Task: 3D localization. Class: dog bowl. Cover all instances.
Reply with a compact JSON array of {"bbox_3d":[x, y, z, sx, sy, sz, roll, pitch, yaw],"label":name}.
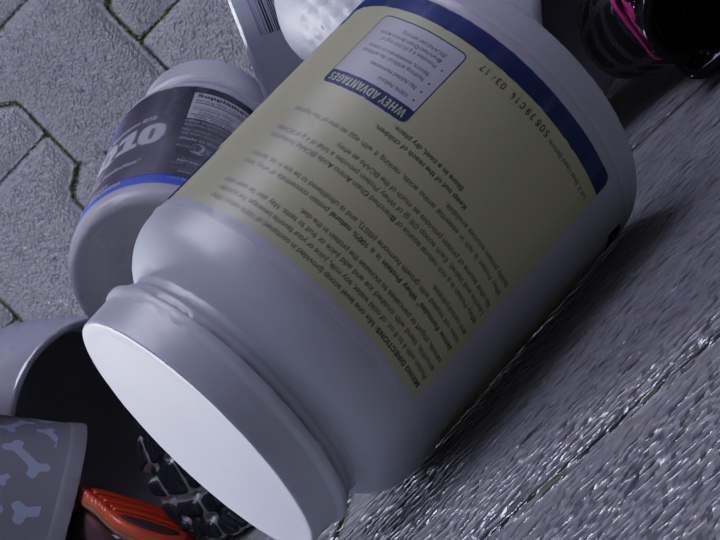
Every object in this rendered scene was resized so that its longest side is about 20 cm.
[{"bbox_3d":[-0.215,0.174,1.065,0.200,0.058,0.202,-160,90,-78],"label":"dog bowl"}]

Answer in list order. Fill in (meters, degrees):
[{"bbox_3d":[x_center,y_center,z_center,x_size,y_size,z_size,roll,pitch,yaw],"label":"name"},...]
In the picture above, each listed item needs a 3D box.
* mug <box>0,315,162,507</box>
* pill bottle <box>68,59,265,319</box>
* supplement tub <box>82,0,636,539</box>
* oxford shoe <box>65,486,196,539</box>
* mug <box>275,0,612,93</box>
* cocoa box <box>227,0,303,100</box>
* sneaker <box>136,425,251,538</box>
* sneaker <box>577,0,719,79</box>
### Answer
[{"bbox_3d":[-0.221,0.134,1.271,0.147,0.203,0.174,2,-5,-42],"label":"mug"},{"bbox_3d":[-0.109,-0.047,1.177,0.114,0.114,0.201,-42,19,25],"label":"pill bottle"},{"bbox_3d":[0.000,-0.005,0.753,0.200,0.145,0.145,-47,6,-19],"label":"supplement tub"},{"bbox_3d":[-0.139,0.164,1.052,0.200,0.071,0.073,157,132,-73],"label":"oxford shoe"},{"bbox_3d":[0.052,-0.143,1.076,0.174,0.202,0.148,5,37,27],"label":"mug"},{"bbox_3d":[0.031,-0.180,1.223,0.198,0.135,0.132,-16,21,16],"label":"cocoa box"},{"bbox_3d":[-0.038,0.074,0.946,0.199,0.078,0.079,-33,-6,39],"label":"sneaker"},{"bbox_3d":[0.153,-0.132,0.909,0.087,0.074,0.200,-41,8,-26],"label":"sneaker"}]
